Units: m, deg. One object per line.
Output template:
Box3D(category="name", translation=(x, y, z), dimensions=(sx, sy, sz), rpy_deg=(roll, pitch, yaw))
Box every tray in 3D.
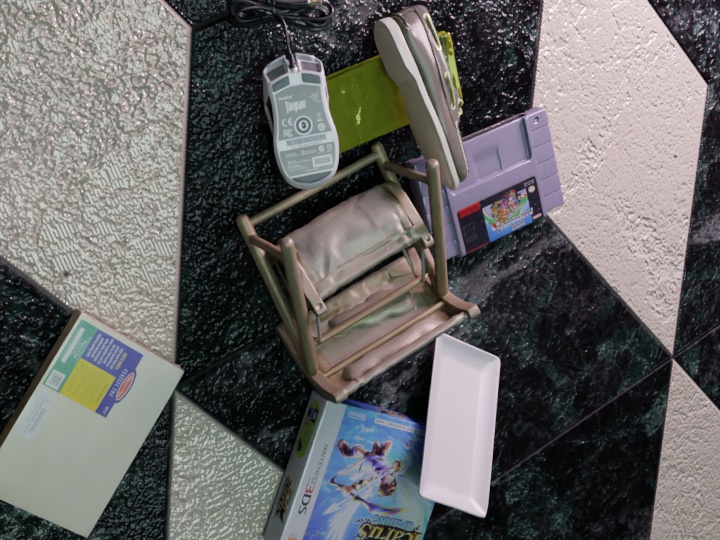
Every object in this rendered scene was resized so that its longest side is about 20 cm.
Box3D(category="tray", translation=(0.116, 0.186, 1.242), dimensions=(0.106, 0.022, 0.204), rpy_deg=(24, 62, -30))

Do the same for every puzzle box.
Box3D(category="puzzle box", translation=(-0.285, 0.158, 1.058), dimensions=(0.132, 0.025, 0.202), rpy_deg=(34, 83, -29))

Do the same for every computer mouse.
Box3D(category="computer mouse", translation=(-0.071, -0.187, 1.084), dimensions=(0.107, 0.044, 0.204), rpy_deg=(-10, 103, -11))

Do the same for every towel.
Box3D(category="towel", translation=(0.027, -0.197, 1.159), dimensions=(0.197, 0.018, 0.088), rpy_deg=(-25, 110, -22))

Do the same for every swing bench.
Box3D(category="swing bench", translation=(0.000, 0.000, 1.126), dimensions=(0.197, 0.129, 0.203), rpy_deg=(-29, 117, -21))

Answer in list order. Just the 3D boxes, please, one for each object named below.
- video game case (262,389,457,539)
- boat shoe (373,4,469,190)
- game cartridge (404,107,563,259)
Box3D(category="video game case", translation=(0.003, 0.255, 1.224), dimensions=(0.197, 0.045, 0.185), rpy_deg=(18, 92, -30))
Box3D(category="boat shoe", translation=(0.081, -0.190, 1.137), dimensions=(0.060, 0.072, 0.205), rpy_deg=(-29, 106, -17))
Box3D(category="game cartridge", translation=(0.154, -0.102, 1.240), dimensions=(0.197, 0.038, 0.132), rpy_deg=(-25, 107, -22))
